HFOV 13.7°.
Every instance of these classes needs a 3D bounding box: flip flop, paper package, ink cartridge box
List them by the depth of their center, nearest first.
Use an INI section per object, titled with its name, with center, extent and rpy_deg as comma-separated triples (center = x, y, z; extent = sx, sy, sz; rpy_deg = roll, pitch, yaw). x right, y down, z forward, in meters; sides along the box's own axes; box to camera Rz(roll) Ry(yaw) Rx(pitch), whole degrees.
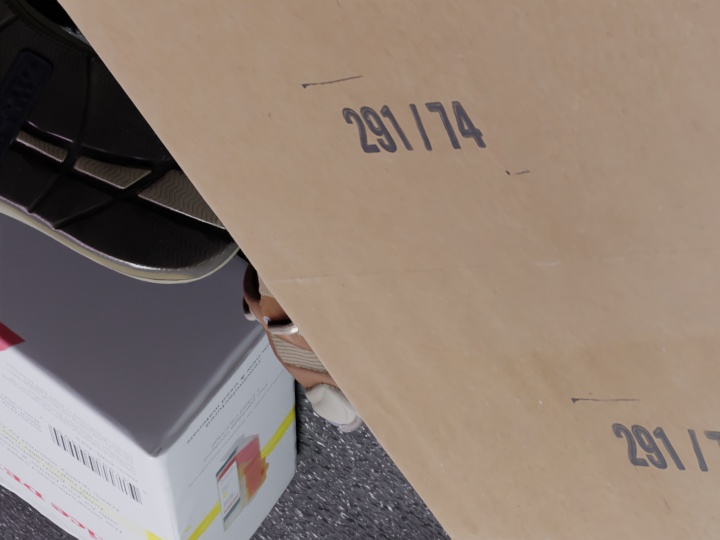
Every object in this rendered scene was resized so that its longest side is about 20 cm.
[paper package]
center = 0.060, -0.039, 0.573
extent = 0.200, 0.103, 0.191
rpy_deg = -9, 121, 55
[flip flop]
center = -0.121, -0.062, 1.005
extent = 0.199, 0.081, 0.058
rpy_deg = 32, 176, 5
[ink cartridge box]
center = -0.103, 0.036, 1.166
extent = 0.145, 0.084, 0.200
rpy_deg = 35, 161, 13

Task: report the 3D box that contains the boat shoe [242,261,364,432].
[boat shoe]
center = 0.000, 0.000, 0.902
extent = 0.072, 0.076, 0.200
rpy_deg = 45, 163, -1
